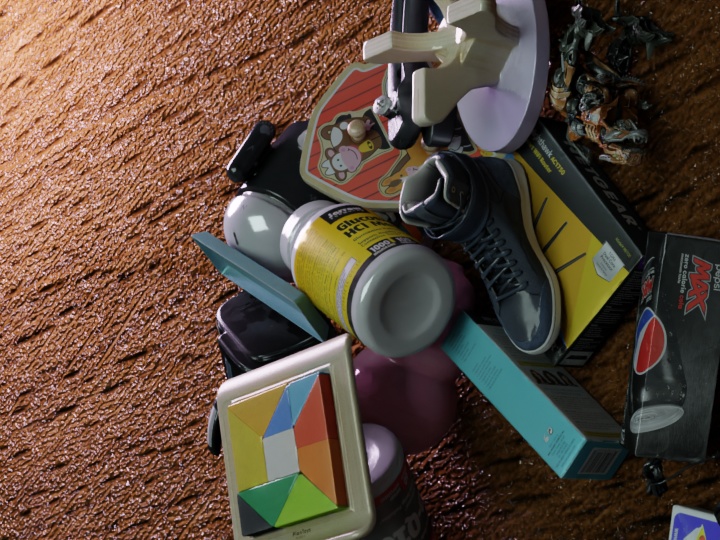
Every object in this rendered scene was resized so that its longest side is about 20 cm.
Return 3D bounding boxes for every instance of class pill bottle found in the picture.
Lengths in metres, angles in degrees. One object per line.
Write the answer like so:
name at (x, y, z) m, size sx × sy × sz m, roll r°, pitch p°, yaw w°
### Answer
pill bottle at (0.000, 0.000, 1.684) m, size 0.200 × 0.112 × 0.113 m, roll 35°, pitch 112°, yaw 54°
pill bottle at (0.015, 0.263, 1.710) m, size 0.113 × 0.114 × 0.201 m, roll 21°, pitch 142°, yaw 45°

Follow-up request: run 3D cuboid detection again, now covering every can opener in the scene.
can opener at (0.051, -0.217, 1.747) m, size 0.063 × 0.078 × 0.202 m, roll -32°, pitch 55°, yaw 49°

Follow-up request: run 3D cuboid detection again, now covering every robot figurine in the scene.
robot figurine at (-0.063, -0.080, 1.836) m, size 0.149 × 0.125 × 0.201 m, roll 30°, pitch 66°, yaw 14°

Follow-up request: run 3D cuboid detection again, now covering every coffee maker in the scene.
coffee maker at (-0.070, 0.142, 1.814) m, size 0.191 × 0.135 × 0.201 m, roll 24°, pitch 137°, yaw 31°

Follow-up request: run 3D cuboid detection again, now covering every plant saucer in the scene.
plant saucer at (-0.104, 0.013, 1.762) m, size 0.019 × 0.070 × 0.199 m, roll -47°, pitch 43°, yaw -13°

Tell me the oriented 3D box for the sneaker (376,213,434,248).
sneaker at (0.034, -0.049, 1.797) m, size 0.071 × 0.079 × 0.202 m, roll 25°, pitch 105°, yaw 46°

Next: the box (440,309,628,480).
box at (0.169, 0.119, 1.642) m, size 0.200 × 0.082 × 0.049 m, roll 48°, pitch 116°, yaw 38°

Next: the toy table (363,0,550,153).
toy table at (0.101, -0.222, 1.639) m, size 0.183 × 0.116 × 0.202 m, roll -30°, pitch 61°, yaw 48°

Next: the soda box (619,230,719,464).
soda box at (0.284, 0.068, 1.522) m, size 0.063 × 0.070 × 0.202 m, roll -152°, pitch 69°, yaw -84°

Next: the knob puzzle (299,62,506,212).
knob puzzle at (0.026, -0.145, 1.764) m, size 0.217 × 0.031 × 0.222 m, roll -5°, pitch 63°, yaw 9°

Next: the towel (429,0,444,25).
towel at (0.134, -0.336, 1.742) m, size 0.201 × 0.048 × 0.112 m, roll -56°, pitch 51°, yaw 28°

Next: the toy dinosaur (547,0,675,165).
toy dinosaur at (0.216, -0.184, 1.613) m, size 0.200 × 0.102 × 0.137 m, roll 41°, pitch 126°, yaw 28°

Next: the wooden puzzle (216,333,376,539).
wooden puzzle at (-0.070, 0.177, 1.635) m, size 0.184 × 0.037 × 0.202 m, roll -23°, pitch 64°, yaw 38°

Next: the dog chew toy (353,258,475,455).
dog chew toy at (0.057, 0.085, 1.743) m, size 0.124 × 0.124 × 0.202 m, roll 26°, pitch 97°, yaw 44°

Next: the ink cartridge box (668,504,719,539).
ink cartridge box at (0.348, 0.322, 1.469) m, size 0.199 × 0.043 × 0.200 m, roll 10°, pitch 94°, yaw 47°

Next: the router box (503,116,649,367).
router box at (0.193, -0.029, 1.650) m, size 0.150 × 0.051 × 0.201 m, roll -54°, pitch 50°, yaw 28°

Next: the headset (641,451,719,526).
headset at (0.339, 0.187, 1.439) m, size 0.198 × 0.094 × 0.124 m, roll 8°, pitch 61°, yaw 18°

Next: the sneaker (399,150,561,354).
sneaker at (0.110, -0.019, 1.595) m, size 0.077 × 0.145 × 0.204 m, roll -30°, pitch 65°, yaw 36°
